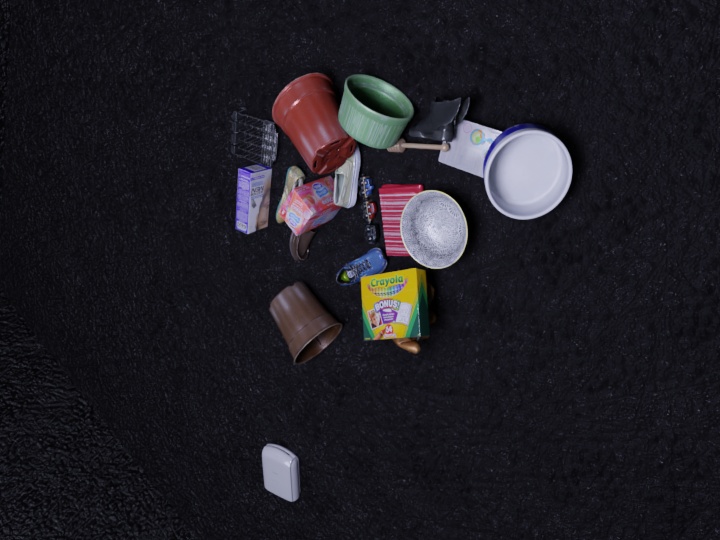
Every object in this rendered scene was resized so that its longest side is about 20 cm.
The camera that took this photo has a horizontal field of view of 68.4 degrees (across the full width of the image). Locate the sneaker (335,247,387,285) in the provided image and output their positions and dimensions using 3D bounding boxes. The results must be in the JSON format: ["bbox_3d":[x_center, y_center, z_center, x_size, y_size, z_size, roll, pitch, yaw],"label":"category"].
[{"bbox_3d":[0.000,0.000,1.606,0.197,0.088,0.080,-31,90,37],"label":"sneaker"}]

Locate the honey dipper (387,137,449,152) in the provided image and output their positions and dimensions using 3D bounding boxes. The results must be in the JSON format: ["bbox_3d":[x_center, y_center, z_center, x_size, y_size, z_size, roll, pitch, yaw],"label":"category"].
[{"bbox_3d":[0.152,-0.331,1.402,0.195,0.037,0.040,13,114,41],"label":"honey dipper"}]

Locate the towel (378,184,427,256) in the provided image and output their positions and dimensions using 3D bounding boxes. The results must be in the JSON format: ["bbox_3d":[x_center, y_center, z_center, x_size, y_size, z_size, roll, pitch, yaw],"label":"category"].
[{"bbox_3d":[0.126,-0.143,1.515,0.140,0.022,0.208,3,109,32],"label":"towel"}]

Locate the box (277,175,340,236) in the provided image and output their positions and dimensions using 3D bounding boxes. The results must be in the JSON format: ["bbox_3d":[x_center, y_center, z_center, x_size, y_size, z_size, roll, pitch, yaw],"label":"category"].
[{"bbox_3d":[-0.137,-0.194,1.566,0.095,0.199,0.103,48,126,6],"label":"box"}]

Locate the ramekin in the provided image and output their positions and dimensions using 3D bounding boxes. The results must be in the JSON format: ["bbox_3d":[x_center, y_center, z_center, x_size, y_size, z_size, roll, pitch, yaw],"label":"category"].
[{"bbox_3d":[0.035,-0.411,1.383,0.199,0.198,0.099,41,131,15],"label":"ramekin"}]

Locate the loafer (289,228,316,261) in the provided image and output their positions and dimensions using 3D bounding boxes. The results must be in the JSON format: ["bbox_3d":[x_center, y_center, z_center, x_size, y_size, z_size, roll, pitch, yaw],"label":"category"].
[{"bbox_3d":[-0.179,-0.122,1.697,0.069,0.072,0.208,20,116,28],"label":"loafer"}]

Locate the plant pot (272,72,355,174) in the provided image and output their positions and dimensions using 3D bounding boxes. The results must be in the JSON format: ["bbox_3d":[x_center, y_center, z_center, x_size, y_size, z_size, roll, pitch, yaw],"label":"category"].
[{"bbox_3d":[-0.117,-0.391,1.463,0.200,0.197,0.200,-42,69,36],"label":"plant pot"}]

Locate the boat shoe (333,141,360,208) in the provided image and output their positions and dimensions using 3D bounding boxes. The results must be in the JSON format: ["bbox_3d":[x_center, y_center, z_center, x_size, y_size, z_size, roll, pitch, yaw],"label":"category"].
[{"bbox_3d":[-0.042,-0.286,1.535,0.071,0.060,0.209,7,98,48],"label":"boat shoe"}]

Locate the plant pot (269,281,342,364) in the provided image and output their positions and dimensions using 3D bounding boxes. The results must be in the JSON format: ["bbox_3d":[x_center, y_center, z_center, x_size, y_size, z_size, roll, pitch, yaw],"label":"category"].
[{"bbox_3d":[-0.191,0.163,1.738,0.200,0.197,0.202,51,126,17],"label":"plant pot"}]

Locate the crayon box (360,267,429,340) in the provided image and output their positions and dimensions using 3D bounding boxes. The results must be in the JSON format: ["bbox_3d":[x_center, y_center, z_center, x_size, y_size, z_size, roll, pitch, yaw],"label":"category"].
[{"bbox_3d":[0.092,0.097,1.458,0.195,0.057,0.181,-10,81,39],"label":"crayon box"}]

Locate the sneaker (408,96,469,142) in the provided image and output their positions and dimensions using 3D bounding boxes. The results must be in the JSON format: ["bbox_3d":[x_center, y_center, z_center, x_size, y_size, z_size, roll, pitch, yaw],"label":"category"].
[{"bbox_3d":[0.193,-0.384,1.334,0.198,0.058,0.109,32,120,56],"label":"sneaker"}]

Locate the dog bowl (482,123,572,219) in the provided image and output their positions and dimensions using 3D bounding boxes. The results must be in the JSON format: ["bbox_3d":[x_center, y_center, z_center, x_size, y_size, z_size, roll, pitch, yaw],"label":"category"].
[{"bbox_3d":[0.382,-0.229,1.226,0.191,0.080,0.208,3,117,7],"label":"dog bowl"}]

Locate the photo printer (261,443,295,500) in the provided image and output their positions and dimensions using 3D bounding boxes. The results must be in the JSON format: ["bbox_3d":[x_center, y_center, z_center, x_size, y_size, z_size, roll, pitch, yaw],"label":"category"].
[{"bbox_3d":[-0.315,0.792,2.101,0.161,0.069,0.209,12,112,31],"label":"photo printer"}]

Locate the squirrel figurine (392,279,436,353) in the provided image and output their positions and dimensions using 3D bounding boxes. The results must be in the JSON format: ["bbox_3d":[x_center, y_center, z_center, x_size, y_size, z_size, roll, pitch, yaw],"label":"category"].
[{"bbox_3d":[0.127,0.102,1.529,0.194,0.140,0.194,18,109,25],"label":"squirrel figurine"}]

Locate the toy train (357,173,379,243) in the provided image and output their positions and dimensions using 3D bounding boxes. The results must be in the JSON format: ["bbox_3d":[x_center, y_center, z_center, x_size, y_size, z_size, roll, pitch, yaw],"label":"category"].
[{"bbox_3d":[0.028,-0.181,1.561,0.044,0.034,0.209,0,105,32],"label":"toy train"}]

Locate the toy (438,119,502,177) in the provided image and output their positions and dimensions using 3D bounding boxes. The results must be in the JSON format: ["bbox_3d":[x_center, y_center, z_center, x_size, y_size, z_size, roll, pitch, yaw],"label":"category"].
[{"bbox_3d":[0.299,-0.302,1.325,0.196,0.047,0.119,29,119,30],"label":"toy"}]

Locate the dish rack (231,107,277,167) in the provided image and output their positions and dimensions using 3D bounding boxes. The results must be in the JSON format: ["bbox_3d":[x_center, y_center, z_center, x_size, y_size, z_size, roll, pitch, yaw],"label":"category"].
[{"bbox_3d":[-0.341,-0.428,1.720,0.195,0.054,0.159,23,119,24],"label":"dish rack"}]

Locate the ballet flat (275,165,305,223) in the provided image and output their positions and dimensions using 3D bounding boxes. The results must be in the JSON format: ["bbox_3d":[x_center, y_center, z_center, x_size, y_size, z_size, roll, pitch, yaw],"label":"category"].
[{"bbox_3d":[-0.221,-0.231,1.695,0.069,0.070,0.206,31,119,21],"label":"ballet flat"}]

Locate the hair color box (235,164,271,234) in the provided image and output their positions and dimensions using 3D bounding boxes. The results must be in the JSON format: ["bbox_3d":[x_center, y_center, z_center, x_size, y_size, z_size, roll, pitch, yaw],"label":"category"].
[{"bbox_3d":[-0.354,-0.238,1.756,0.063,0.109,0.207,22,117,23],"label":"hair color box"}]

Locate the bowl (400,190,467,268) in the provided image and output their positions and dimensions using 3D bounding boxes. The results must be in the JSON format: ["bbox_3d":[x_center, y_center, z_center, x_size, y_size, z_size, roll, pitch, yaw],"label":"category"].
[{"bbox_3d":[0.211,-0.118,1.419,0.194,0.093,0.209,12,111,31],"label":"bowl"}]
